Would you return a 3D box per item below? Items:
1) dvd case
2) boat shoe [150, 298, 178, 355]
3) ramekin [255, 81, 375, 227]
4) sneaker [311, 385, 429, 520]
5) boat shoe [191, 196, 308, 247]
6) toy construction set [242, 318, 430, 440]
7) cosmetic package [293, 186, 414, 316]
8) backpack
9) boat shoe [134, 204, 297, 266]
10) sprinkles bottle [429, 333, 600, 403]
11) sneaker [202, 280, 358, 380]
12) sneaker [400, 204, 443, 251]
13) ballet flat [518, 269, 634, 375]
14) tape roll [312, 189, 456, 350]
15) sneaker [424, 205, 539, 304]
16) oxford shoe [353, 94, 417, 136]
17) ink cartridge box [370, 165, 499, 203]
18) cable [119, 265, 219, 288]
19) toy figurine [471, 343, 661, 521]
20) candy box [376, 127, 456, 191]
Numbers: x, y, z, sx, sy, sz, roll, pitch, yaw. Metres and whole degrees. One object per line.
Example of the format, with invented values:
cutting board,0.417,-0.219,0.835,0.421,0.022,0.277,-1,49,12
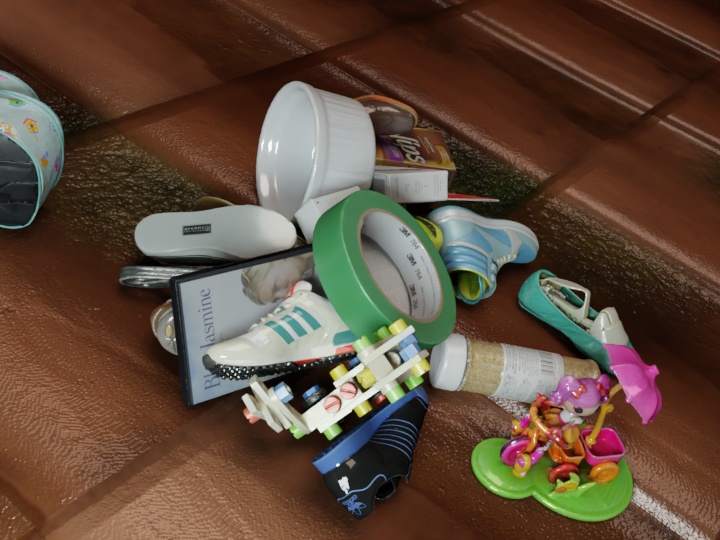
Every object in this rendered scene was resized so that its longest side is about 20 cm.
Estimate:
dvd case,-0.114,0.056,1.050,0.200,0.143,0.018,-15,19,-36
boat shoe,-0.148,0.054,1.087,0.200,0.076,0.072,4,12,-35
ramekin,-0.061,-0.151,1.285,0.098,0.201,0.201,5,38,-28
sneaker,0.026,0.191,1.000,0.078,0.070,0.200,57,36,4
boat shoe,-0.131,-0.032,1.216,0.200,0.074,0.066,33,16,19
toy construction set,-0.020,0.124,0.978,0.200,0.131,0.092,-21,85,4
cosmetic package,0.000,0.000,1.166,0.083,0.051,0.200,-18,78,-42
backpack,-0.458,-0.151,1.135,0.200,0.176,0.153,23,41,0
boat shoe,-0.174,-0.038,1.161,0.200,0.064,0.071,2,68,7
sprinkles bottle,0.186,0.125,1.139,0.200,0.068,0.068,11,37,-9
sneaker,-0.084,0.062,1.033,0.200,0.070,0.093,-6,76,-30
sneaker,0.046,-0.046,1.295,0.074,0.084,0.200,-5,24,-20
ballet flat,0.300,0.065,1.258,0.200,0.070,0.067,38,41,23
tape roll,0.031,0.004,1.093,0.200,0.048,0.201,35,39,-34
sneaker,0.178,-0.006,1.308,0.200,0.080,0.131,11,56,-33
oxford shoe,-0.012,-0.216,1.408,0.200,0.071,0.073,0,49,-6
ink cartridge box,0.070,-0.124,1.333,0.176,0.045,0.200,-5,10,-26
cable,-0.184,0.018,1.117,0.200,0.097,0.050,0,82,-14
toy figurine,0.240,0.157,1.024,0.200,0.184,0.150,3,39,-18
candy box,0.040,-0.182,1.477,0.200,0.056,0.117,7,38,-16
